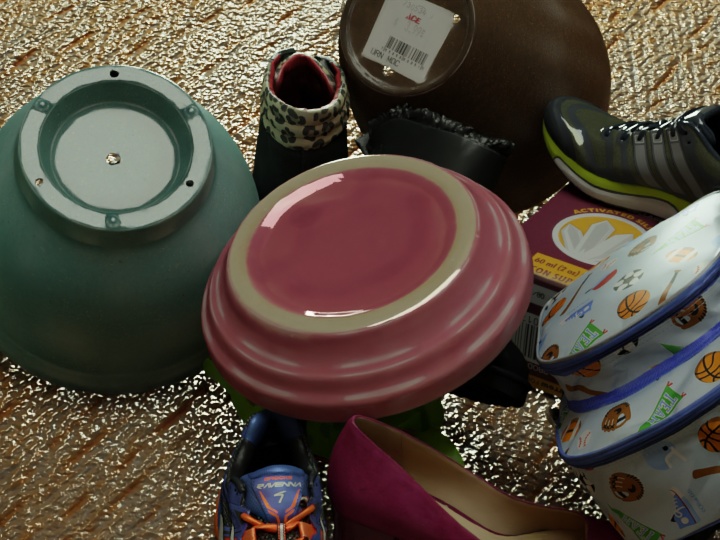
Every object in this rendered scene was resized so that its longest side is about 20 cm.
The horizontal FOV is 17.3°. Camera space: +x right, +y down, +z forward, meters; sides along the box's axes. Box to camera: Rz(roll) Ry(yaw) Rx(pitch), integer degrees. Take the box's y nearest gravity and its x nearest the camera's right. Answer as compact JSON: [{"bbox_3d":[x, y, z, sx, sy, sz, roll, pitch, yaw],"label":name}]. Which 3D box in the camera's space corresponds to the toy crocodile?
[{"bbox_3d":[-0.016,0.090,1.431,0.199,0.062,0.067,23,36,35],"label":"toy crocodile"}]

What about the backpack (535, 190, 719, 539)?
[{"bbox_3d":[0.189,0.061,1.326,0.154,0.200,0.191,44,21,-18],"label":"backpack"}]

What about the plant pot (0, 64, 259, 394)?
[{"bbox_3d":[-0.153,-0.042,1.470,0.198,0.134,0.202,3,61,-5],"label":"plant pot"}]

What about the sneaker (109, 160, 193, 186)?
[{"bbox_3d":[-0.175,-0.041,1.593,0.198,0.078,0.070,4,31,-3],"label":"sneaker"}]

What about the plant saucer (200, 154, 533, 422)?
[{"bbox_3d":[0.000,0.000,1.382,0.199,0.051,0.201,-10,42,9],"label":"plant saucer"}]

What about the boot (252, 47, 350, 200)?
[{"bbox_3d":[-0.036,-0.086,1.614,0.073,0.155,0.204,5,32,0],"label":"boot"}]

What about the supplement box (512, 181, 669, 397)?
[{"bbox_3d":[0.170,0.002,1.568,0.110,0.086,0.200,20,34,23],"label":"supplement box"}]

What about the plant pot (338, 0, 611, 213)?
[{"bbox_3d":[0.060,-0.143,1.614,0.186,0.188,0.200,17,-1,19],"label":"plant pot"}]

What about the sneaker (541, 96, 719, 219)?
[{"bbox_3d":[0.207,-0.077,1.541,0.199,0.082,0.074,26,36,27],"label":"sneaker"}]

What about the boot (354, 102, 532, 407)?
[{"bbox_3d":[0.052,-0.011,1.476,0.197,0.164,0.073,15,-12,47],"label":"boot"}]

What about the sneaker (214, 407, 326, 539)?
[{"bbox_3d":[-0.051,0.149,1.302,0.075,0.079,0.200,-2,32,-10],"label":"sneaker"}]

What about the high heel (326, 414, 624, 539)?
[{"bbox_3d":[0.080,0.134,1.329,0.198,0.097,0.068,3,31,-5],"label":"high heel"}]
